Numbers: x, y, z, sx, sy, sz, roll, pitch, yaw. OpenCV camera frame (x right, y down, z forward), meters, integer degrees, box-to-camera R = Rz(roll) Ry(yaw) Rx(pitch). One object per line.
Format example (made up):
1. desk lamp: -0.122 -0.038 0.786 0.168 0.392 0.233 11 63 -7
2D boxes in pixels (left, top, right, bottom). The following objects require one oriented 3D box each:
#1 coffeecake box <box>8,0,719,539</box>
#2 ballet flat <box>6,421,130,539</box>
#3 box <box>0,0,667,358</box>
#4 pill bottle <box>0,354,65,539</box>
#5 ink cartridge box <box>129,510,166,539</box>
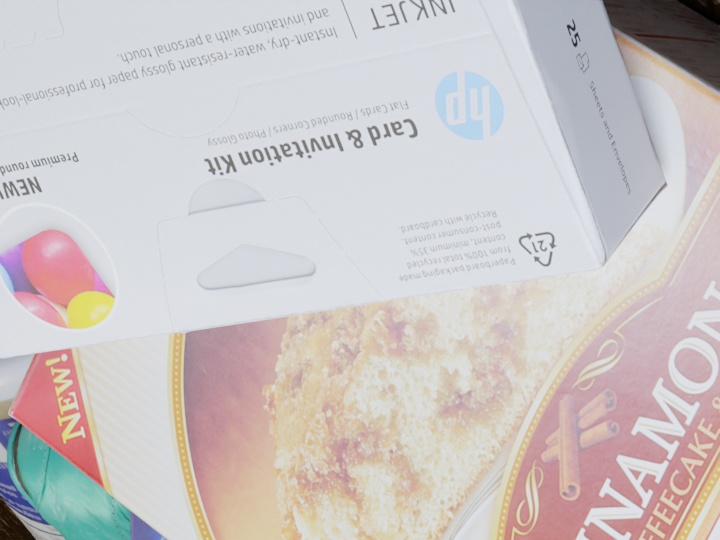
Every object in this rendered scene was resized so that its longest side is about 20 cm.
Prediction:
1. coffeecake box: 0.039 0.017 0.652 0.200 0.154 0.073 34 -162 28
2. ballet flat: -0.047 0.109 1.064 0.070 0.068 0.200 -1 144 37
3. box: -0.043 -0.085 0.586 0.155 0.041 0.201 -9 112 33
4. pill bottle: -0.086 0.056 1.140 0.120 0.120 0.200 27 158 44
5. ink cartridge box: 0.015 0.101 0.749 0.199 0.039 0.100 14 117 28
